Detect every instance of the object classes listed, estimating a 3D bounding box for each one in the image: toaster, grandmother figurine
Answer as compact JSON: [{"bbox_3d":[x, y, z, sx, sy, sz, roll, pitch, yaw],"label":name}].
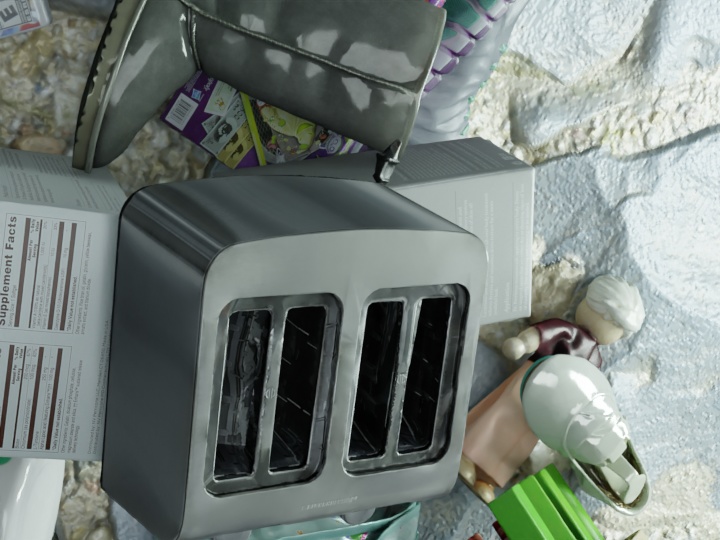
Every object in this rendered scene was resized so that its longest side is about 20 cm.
[{"bbox_3d":[-0.036,0.039,0.713,0.179,0.118,0.203,-3,108,-34],"label":"toaster"},{"bbox_3d":[0.142,0.082,1.008,0.200,0.060,0.122,-46,140,-7],"label":"grandmother figurine"}]

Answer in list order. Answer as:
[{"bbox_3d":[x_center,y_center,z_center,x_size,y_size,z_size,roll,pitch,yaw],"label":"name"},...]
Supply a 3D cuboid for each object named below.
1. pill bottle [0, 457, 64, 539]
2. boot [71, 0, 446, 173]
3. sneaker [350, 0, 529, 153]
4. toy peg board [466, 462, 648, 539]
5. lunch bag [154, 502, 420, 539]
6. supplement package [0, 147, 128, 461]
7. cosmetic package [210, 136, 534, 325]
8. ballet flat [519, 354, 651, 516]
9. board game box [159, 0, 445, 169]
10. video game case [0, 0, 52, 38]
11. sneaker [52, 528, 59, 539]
[{"bbox_3d":[-0.292,0.131,0.811,0.197,0.113,0.115,11,100,2],"label":"pill bottle"},{"bbox_3d":[-0.063,-0.114,0.819,0.198,0.073,0.184,22,99,-17],"label":"boot"},{"bbox_3d":[0.063,-0.136,0.926,0.200,0.075,0.087,-43,123,7],"label":"sneaker"},{"bbox_3d":[0.094,0.230,0.958,0.198,0.200,0.098,-38,77,15],"label":"toy peg board"},{"bbox_3d":[-0.047,0.247,0.949,0.197,0.121,0.173,3,99,-31],"label":"lunch bag"},{"bbox_3d":[-0.247,0.008,0.780,0.197,0.191,0.150,6,102,-19],"label":"supplement package"},{"bbox_3d":[0.008,-0.016,0.843,0.197,0.090,0.109,-6,112,-18],"label":"cosmetic package"},{"bbox_3d":[0.178,0.127,0.981,0.069,0.069,0.200,-43,140,-5],"label":"ballet flat"},{"bbox_3d":[-0.031,-0.151,0.874,0.119,0.032,0.201,34,94,10],"label":"board game box"},{"bbox_3d":[-0.299,-0.191,0.783,0.197,0.018,0.145,-15,108,0],"label":"video game case"},{"bbox_3d":[-0.227,0.212,0.905,0.199,0.066,0.091,39,91,-21],"label":"sneaker"}]
